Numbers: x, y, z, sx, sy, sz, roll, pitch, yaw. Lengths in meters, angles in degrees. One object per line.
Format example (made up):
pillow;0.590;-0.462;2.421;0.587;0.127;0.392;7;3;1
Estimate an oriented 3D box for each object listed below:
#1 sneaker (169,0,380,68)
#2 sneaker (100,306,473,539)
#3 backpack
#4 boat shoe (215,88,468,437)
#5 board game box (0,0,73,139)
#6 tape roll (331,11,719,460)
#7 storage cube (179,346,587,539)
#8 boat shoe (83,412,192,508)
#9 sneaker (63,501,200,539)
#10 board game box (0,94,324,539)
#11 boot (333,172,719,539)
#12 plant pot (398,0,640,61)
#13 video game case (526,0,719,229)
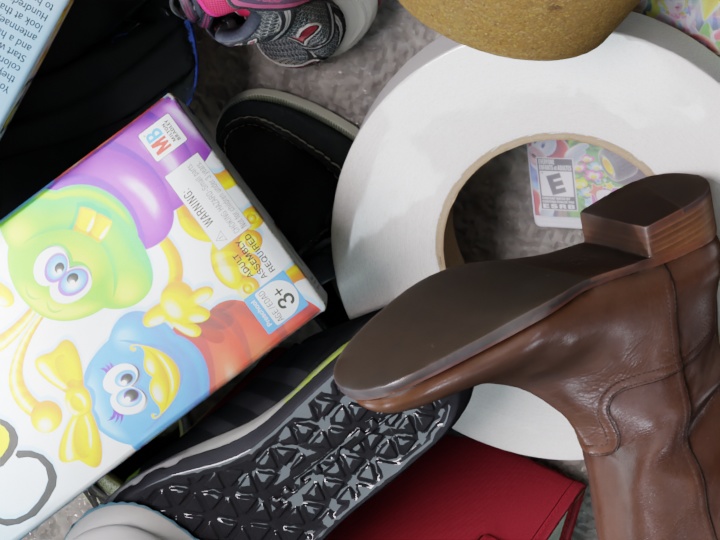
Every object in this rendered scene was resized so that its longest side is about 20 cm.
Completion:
sneaker;-0.044;-0.123;0.776;0.080;0.200;0.075;39;85;9
sneaker;-0.028;0.077;0.804;0.199;0.083;0.072;-32;105;15
backpack;-0.180;-0.108;0.852;0.199;0.168;0.163;-27;108;0
boat shoe;-0.001;0.001;0.886;0.074;0.066;0.200;-33;101;33
board game box;-0.157;-0.125;0.719;0.104;0.103;0.201;29;86;-12
tape roll;0.088;-0.014;0.806;0.201;0.037;0.204;4;115;8
storage cube;-0.017;0.174;0.916;0.179;0.200;0.172;23;125;19
boat shoe;-0.118;0.090;0.957;0.071;0.066;0.202;-7;141;-9
sneaker;-0.039;0.171;0.753;0.199;0.081;0.077;25;113;-3
board game box;-0.123;0.031;0.763;0.200;0.105;0.103;-37;92;0
boot;0.091;0.085;0.755;0.064;0.186;0.201;27;136;57
plant pot;0.073;-0.185;0.677;0.185;0.187;0.201;25;129;10
video game case;0.133;-0.108;0.791;0.142;0.018;0.201;4;119;24
